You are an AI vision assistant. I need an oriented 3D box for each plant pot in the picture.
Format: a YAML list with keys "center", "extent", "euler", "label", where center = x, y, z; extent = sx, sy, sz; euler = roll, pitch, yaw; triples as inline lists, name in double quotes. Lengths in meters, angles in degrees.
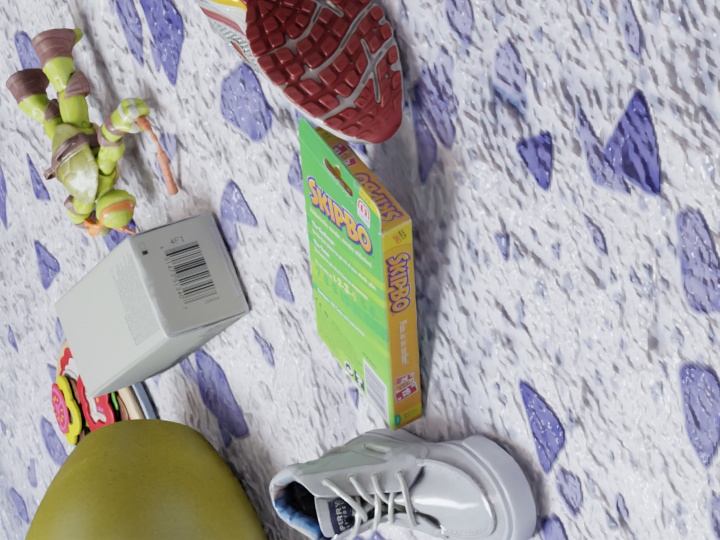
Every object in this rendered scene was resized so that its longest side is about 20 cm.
- center: [-0.155, 0.193, 1.903]
  extent: [0.200, 0.200, 0.142]
  euler: [110, 160, -53]
  label: "plant pot"

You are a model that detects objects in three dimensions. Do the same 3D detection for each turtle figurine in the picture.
- center: [-0.205, -0.085, 1.921]
  extent: [0.161, 0.064, 0.200]
  euler: [61, 153, 20]
  label: "turtle figurine"

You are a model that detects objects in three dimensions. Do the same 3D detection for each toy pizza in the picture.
- center: [-0.206, 0.139, 2.115]
  extent: [0.200, 0.032, 0.200]
  euler: [43, 143, 45]
  label: "toy pizza"

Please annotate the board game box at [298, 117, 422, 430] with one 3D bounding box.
- center: [0.000, 0.000, 1.577]
  extent: [0.096, 0.030, 0.200]
  euler: [51, 160, 36]
  label: "board game box"

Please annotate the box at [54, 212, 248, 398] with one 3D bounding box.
- center: [-0.152, 0.027, 1.888]
  extent: [0.200, 0.068, 0.082]
  euler: [-32, 78, 65]
  label: "box"

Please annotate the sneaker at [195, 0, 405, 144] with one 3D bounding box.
- center: [-0.037, -0.144, 1.554]
  extent: [0.200, 0.078, 0.082]
  euler: [50, 175, 30]
  label: "sneaker"

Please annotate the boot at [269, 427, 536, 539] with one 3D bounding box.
- center: [0.020, 0.142, 1.586]
  extent: [0.200, 0.095, 0.074]
  euler: [1, 108, 63]
  label: "boot"
